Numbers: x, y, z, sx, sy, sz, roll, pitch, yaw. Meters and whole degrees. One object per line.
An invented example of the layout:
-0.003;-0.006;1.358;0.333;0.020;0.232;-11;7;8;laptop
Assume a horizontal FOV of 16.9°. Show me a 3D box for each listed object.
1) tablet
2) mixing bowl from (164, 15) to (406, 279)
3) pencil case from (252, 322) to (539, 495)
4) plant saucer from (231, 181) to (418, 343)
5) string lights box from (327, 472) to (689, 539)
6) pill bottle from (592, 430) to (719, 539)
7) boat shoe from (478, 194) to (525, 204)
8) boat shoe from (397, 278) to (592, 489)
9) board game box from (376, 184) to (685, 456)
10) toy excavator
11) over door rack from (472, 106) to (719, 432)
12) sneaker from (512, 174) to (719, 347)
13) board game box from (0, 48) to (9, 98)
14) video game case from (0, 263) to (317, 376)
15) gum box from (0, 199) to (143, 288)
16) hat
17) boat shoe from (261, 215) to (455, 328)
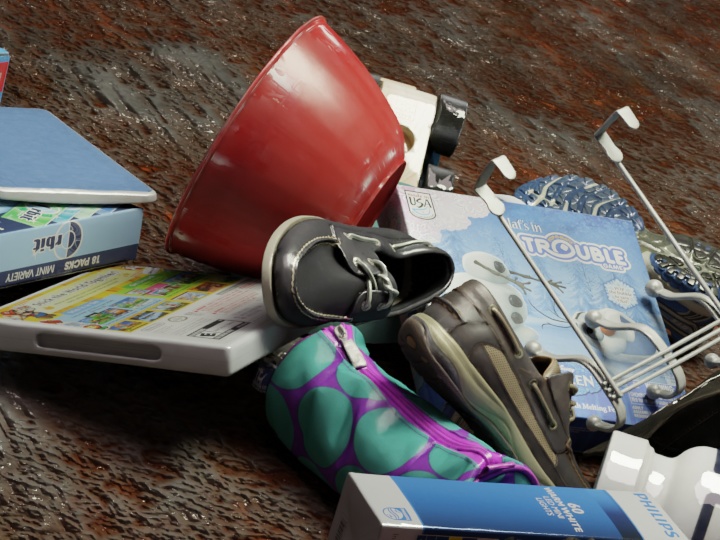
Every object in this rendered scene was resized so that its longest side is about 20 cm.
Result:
-0.244;-0.085;1.741;0.130;0.014;0.200;1;21;-33;tablet
-0.037;-0.067;1.694;0.108;0.201;0.200;33;24;5;mixing bowl
0.022;0.110;1.505;0.085;0.093;0.200;-12;34;-36;pencil case
0.002;-0.018;1.800;0.199;0.036;0.200;2;34;-2;plant saucer
0.077;0.177;1.375;0.199;0.103;0.059;6;24;-25;string lights box
0.234;0.175;1.478;0.199;0.116;0.116;20;22;6;pill bottle
0.102;-0.002;1.870;0.068;0.072;0.200;10;30;-20;boat shoe
0.106;0.087;1.529;0.200;0.073;0.074;51;-10;-30;boat shoe
0.124;0.037;1.723;0.199;0.043;0.200;7;47;-24;board game box
0.020;-0.101;2.010;0.099;0.200;0.195;15;66;-6;toy excavator
0.168;0.001;1.687;0.147;0.067;0.201;-24;87;-41;over door rack
0.199;-0.002;1.917;0.200;0.085;0.077;32;41;22;sneaker
-0.331;-0.086;1.573;0.195;0.201;0.056;30;26;31;board game box
-0.129;0.030;1.593;0.181;0.023;0.200;6;13;20;video game case
-0.282;-0.046;1.692;0.200;0.045;0.170;24;22;33;gum box
0.247;0.105;1.578;0.081;0.200;0.200;59;32;5;hat
0.000;0.000;1.585;0.062;0.073;0.200;0;2;26;boat shoe
